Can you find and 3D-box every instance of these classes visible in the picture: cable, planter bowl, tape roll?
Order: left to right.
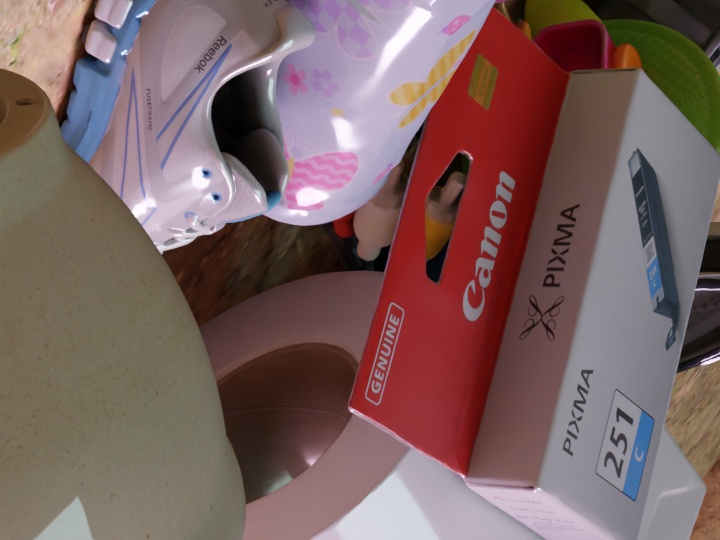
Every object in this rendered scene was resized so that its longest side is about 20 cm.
[{"bbox_3d":[-0.138,0.021,0.582,0.200,0.199,0.136,-35,127,-49],"label":"planter bowl"},{"bbox_3d":[-0.017,0.117,0.963,0.203,0.202,0.140,-47,124,-23],"label":"tape roll"},{"bbox_3d":[0.000,0.000,1.010,0.201,0.097,0.050,97,20,-48],"label":"cable"}]

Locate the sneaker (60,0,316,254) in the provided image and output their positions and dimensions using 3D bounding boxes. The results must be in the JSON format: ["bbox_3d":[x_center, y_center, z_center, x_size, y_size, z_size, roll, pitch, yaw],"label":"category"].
[{"bbox_3d":[-0.075,-0.032,0.787,0.075,0.086,0.201,-35,156,-52],"label":"sneaker"}]

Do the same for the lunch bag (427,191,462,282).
[{"bbox_3d":[0.066,0.021,1.203,0.200,0.132,0.136,-49,-178,-16],"label":"lunch bag"}]

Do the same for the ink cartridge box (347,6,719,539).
[{"bbox_3d":[0.084,0.002,0.897,0.176,0.044,0.201,35,64,-46],"label":"ink cartridge box"}]

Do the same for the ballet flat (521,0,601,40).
[{"bbox_3d":[0.143,-0.074,1.134,0.066,0.202,0.067,-4,165,-32],"label":"ballet flat"}]

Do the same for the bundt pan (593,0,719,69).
[{"bbox_3d":[0.184,-0.143,1.265,0.202,0.076,0.202,-50,174,-7],"label":"bundt pan"}]

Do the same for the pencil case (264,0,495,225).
[{"bbox_3d":[0.001,-0.104,0.790,0.083,0.091,0.200,-32,166,-37],"label":"pencil case"}]

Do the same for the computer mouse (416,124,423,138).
[{"bbox_3d":[0.000,-0.001,1.094,0.059,0.034,0.201,-25,134,-61],"label":"computer mouse"}]

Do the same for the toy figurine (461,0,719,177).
[{"bbox_3d":[0.081,-0.085,1.006,0.184,0.149,0.201,46,46,-51],"label":"toy figurine"}]

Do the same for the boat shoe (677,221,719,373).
[{"bbox_3d":[0.118,0.033,1.075,0.199,0.076,0.060,-24,-152,15],"label":"boat shoe"}]

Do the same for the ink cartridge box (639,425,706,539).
[{"bbox_3d":[0.066,0.142,1.062,0.067,0.199,0.118,50,48,-28],"label":"ink cartridge box"}]
